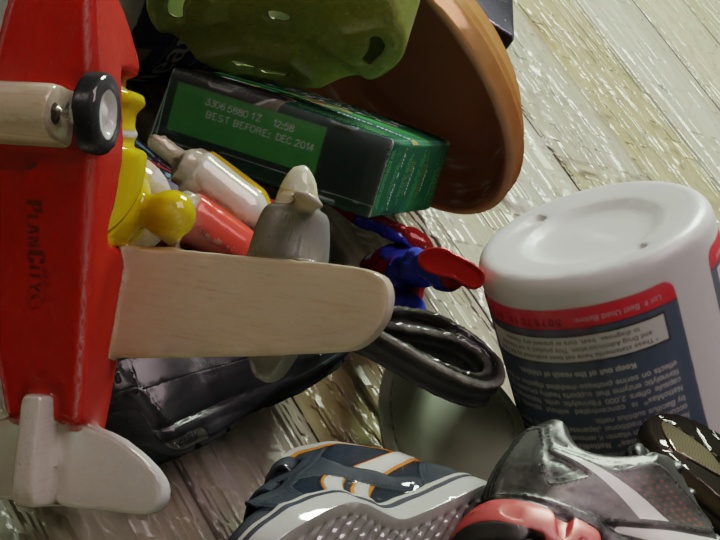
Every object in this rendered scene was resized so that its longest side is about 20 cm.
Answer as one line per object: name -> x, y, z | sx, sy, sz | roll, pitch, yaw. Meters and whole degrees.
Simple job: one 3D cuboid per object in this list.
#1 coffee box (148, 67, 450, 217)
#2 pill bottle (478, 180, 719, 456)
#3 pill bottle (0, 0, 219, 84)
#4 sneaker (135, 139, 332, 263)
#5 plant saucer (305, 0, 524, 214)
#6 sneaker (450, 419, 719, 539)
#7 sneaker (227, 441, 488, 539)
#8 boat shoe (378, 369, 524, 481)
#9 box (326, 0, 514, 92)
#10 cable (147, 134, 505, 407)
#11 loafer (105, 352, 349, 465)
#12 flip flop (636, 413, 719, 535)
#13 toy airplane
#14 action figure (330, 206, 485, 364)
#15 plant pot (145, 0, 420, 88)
coffee box -> -0.026, -0.068, 1.228 | 0.122, 0.044, 0.200 | 19, 6, 10
pill bottle -> 0.139, 0.069, 1.170 | 0.120, 0.119, 0.201 | -66, 142, -64
pill bottle -> -0.134, -0.156, 1.245 | 0.111, 0.111, 0.200 | 51, 27, 22
sneaker -> -0.099, -0.033, 1.137 | 0.199, 0.079, 0.096 | 17, 32, -40
plant saucer -> 0.022, -0.121, 1.333 | 0.200, 0.200, 0.037 | 45, 67, 9
sneaker -> 0.135, 0.132, 1.033 | 0.200, 0.071, 0.098 | 29, 52, -13
sneaker -> -0.018, 0.120, 0.996 | 0.079, 0.079, 0.200 | 15, 9, 30
boat shoe -> 0.055, 0.120, 1.129 | 0.071, 0.061, 0.202 | -11, 41, -12
box -> -0.013, -0.185, 1.455 | 0.199, 0.115, 0.132 | 34, 26, -15
cable -> -0.016, 0.006, 1.057 | 0.199, 0.050, 0.097 | 27, 21, -8
loafer -> -0.064, 0.034, 1.075 | 0.200, 0.068, 0.071 | -25, 94, -59
flip flop -> 0.189, 0.148, 1.112 | 0.200, 0.057, 0.081 | 48, 14, -28
toy airplane -> -0.111, 0.000, 0.944 | 0.200, 0.199, 0.141 | 46, 23, -2
action figure -> 0.000, 0.000, 1.210 | 0.098, 0.066, 0.200 | 18, 2, -6
plant pot -> -0.029, -0.200, 1.172 | 0.200, 0.200, 0.185 | 24, 65, -31
